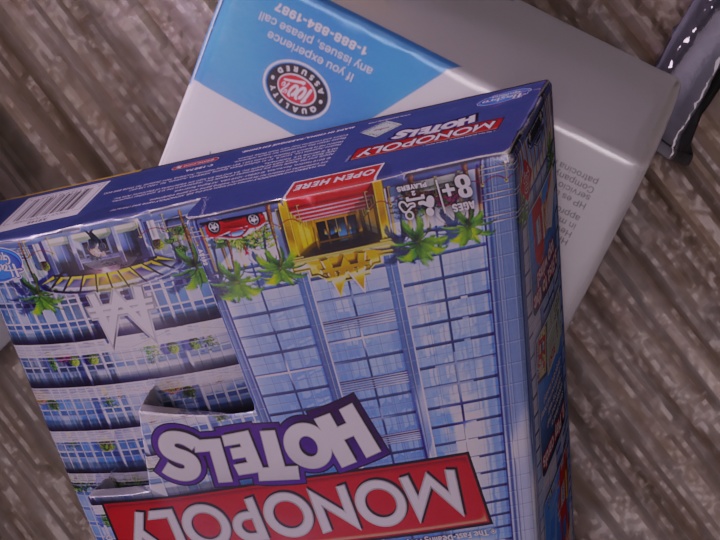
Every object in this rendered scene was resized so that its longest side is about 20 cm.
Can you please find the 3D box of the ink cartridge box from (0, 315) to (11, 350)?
[{"bbox_3d":[-0.231,0.024,0.745,0.200,0.200,0.041,-44,55,5],"label":"ink cartridge box"}]

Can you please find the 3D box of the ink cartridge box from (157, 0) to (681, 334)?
[{"bbox_3d":[0.000,0.000,0.736,0.144,0.085,0.201,27,119,4],"label":"ink cartridge box"}]

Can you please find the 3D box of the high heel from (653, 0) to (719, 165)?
[{"bbox_3d":[0.206,-0.061,0.749,0.199,0.071,0.143,34,102,12],"label":"high heel"}]

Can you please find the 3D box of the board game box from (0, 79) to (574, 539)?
[{"bbox_3d":[-0.010,0.060,0.684,0.199,0.062,0.201,-11,111,22],"label":"board game box"}]
